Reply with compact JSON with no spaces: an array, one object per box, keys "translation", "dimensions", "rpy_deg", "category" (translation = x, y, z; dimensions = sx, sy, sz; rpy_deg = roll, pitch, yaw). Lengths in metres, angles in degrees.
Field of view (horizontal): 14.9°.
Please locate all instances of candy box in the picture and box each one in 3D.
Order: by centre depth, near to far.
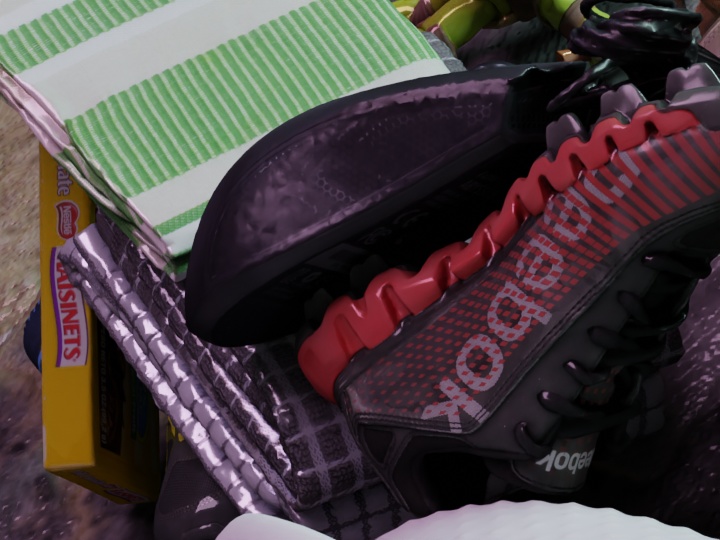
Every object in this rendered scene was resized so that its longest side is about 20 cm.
[{"translation":[-0.106,-0.010,1.129],"dimensions":[0.026,0.102,0.201],"rpy_deg":[-4,77,9],"category":"candy box"}]

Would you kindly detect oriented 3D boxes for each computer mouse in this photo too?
[{"translation":[0.024,-0.040,0.903],"dimensions":[0.200,0.138,0.053],"rpy_deg":[-28,75,12],"category":"computer mouse"}]

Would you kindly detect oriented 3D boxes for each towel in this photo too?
[{"translation":[0.000,0.000,1.020],"dimensions":[0.165,0.086,0.200],"rpy_deg":[-22,51,-22],"category":"towel"},{"translation":[-0.069,-0.088,1.026],"dimensions":[0.152,0.023,0.200],"rpy_deg":[-28,54,-27],"category":"towel"}]

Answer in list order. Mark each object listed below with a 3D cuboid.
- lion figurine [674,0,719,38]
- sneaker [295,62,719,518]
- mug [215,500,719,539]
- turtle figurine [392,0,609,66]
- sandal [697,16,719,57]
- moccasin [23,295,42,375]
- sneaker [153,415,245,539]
[{"translation":[0.183,-0.134,1.085],"dimensions":[0.199,0.123,0.073],"rpy_deg":[-21,34,24],"category":"lion figurine"},{"translation":[0.068,0.013,0.861],"dimensions":[0.200,0.071,0.098],"rpy_deg":[-36,64,32],"category":"sneaker"},{"translation":[0.040,0.128,0.805],"dimensions":[0.175,0.200,0.148],"rpy_deg":[14,71,58],"category":"mug"},{"translation":[0.065,-0.123,1.240],"dimensions":[0.161,0.064,0.200],"rpy_deg":[-29,32,10],"category":"turtle figurine"},{"translation":[0.143,-0.081,1.026],"dimensions":[0.057,0.202,0.080],"rpy_deg":[0,-3,3],"category":"sandal"},{"translation":[-0.076,-0.032,1.226],"dimensions":[0.200,0.080,0.068],"rpy_deg":[-43,56,1],"category":"moccasin"},{"translation":[-0.055,0.045,1.084],"dimensions":[0.074,0.085,0.200],"rpy_deg":[-23,21,17],"category":"sneaker"}]
